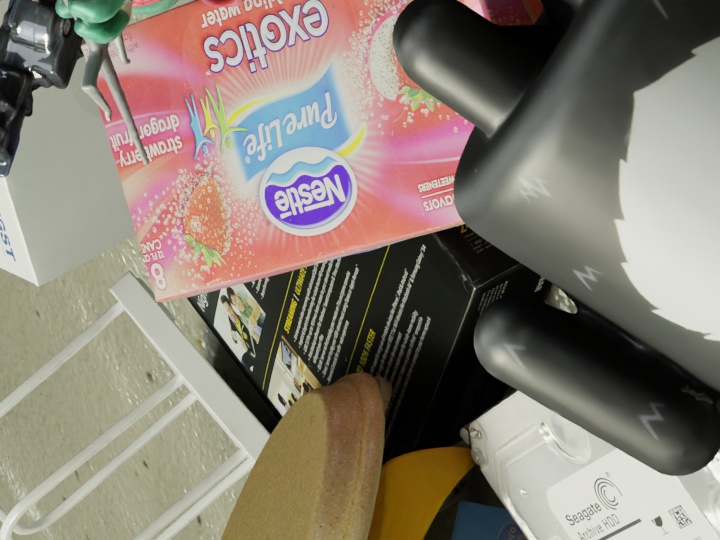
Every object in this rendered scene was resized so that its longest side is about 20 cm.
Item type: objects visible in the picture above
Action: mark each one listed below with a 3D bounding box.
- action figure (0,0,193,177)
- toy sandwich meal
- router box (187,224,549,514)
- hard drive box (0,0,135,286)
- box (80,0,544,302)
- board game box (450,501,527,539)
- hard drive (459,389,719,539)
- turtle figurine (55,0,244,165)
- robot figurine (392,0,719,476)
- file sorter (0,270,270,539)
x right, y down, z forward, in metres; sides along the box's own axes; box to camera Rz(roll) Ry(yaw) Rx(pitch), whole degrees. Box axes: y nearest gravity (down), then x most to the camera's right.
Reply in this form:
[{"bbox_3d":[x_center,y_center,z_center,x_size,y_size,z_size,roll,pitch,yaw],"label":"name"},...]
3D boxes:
[{"bbox_3d":[-0.083,-0.125,1.037,0.104,0.201,0.193,17,176,7],"label":"action figure"},{"bbox_3d":[-0.014,0.139,1.058,0.070,0.206,0.205,21,153,-12],"label":"toy sandwich meal"},{"bbox_3d":[0.000,0.000,1.116,0.149,0.051,0.200,51,150,22],"label":"router box"},{"bbox_3d":[-0.195,-0.098,1.326,0.200,0.077,0.156,20,132,51],"label":"hard drive box"},{"bbox_3d":[0.009,-0.060,0.943,0.200,0.095,0.103,-13,94,47],"label":"box"},{"bbox_3d":[0.040,0.214,1.133,0.040,0.153,0.200,11,141,7],"label":"board game box"},{"bbox_3d":[0.128,0.112,0.974,0.200,0.038,0.140,56,149,3],"label":"hard drive"},{"bbox_3d":[-0.098,-0.143,0.888,0.150,0.101,0.200,26,139,48],"label":"turtle figurine"},{"bbox_3d":[0.106,-0.035,0.787,0.200,0.125,0.150,33,135,-5],"label":"robot figurine"},{"bbox_3d":[-0.072,0.129,1.229,0.200,0.124,0.139,48,174,24],"label":"file sorter"}]
